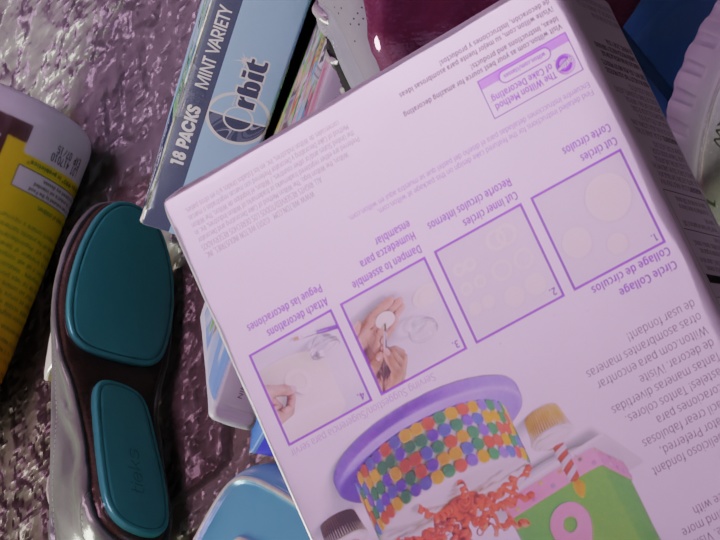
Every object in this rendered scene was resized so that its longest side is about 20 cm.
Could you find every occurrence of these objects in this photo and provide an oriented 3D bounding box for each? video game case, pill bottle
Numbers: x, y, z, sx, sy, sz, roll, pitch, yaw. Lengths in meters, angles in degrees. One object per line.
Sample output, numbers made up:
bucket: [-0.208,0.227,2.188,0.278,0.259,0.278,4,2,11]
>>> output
video game case: [-0.029,-0.042,1.216,0.200,0.022,0.183,-112,41,-79]
pill bottle: [-0.220,0.004,1.483,0.109,0.109,0.201,9,76,52]

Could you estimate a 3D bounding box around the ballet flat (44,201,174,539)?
ballet flat: [-0.126,0.058,1.374,0.064,0.067,0.201,-39,42,39]

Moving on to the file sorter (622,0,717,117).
file sorter: [0.095,-0.168,1.171,0.139,0.123,0.200,-47,37,-4]

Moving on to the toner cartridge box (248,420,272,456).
toner cartridge box: [0.000,0.000,1.199,0.200,0.043,0.095,121,156,-60]

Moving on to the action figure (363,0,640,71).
action figure: [0.037,-0.040,0.999,0.149,0.133,0.201,-37,-46,-79]

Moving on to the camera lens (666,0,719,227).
camera lens: [0.212,-0.022,0.931,0.200,0.160,0.161,31,93,54]

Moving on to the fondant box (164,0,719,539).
fondant box: [0.047,0.034,0.877,0.144,0.058,0.201,-29,76,18]

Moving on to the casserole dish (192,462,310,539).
casserole dish: [-0.024,0.149,1.217,0.200,0.039,0.122,30,93,53]

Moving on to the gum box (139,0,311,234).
gum box: [-0.043,-0.139,1.308,0.200,0.044,0.170,-78,8,-49]

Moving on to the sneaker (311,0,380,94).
sneaker: [-0.006,-0.118,1.078,0.115,0.075,0.201,14,119,34]
